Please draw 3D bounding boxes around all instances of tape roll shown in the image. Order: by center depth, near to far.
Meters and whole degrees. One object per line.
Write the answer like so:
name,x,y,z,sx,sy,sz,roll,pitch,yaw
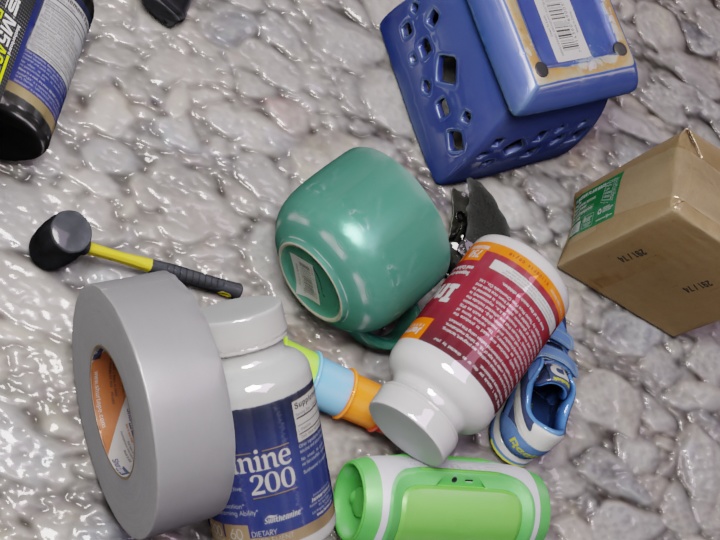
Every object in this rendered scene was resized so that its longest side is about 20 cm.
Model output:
tape roll,-0.169,0.106,0.907,0.065,0.200,0.204,-10,78,-29

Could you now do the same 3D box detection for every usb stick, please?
usb stick,-0.172,-0.338,1.145,0.055,0.032,0.203,35,59,-39

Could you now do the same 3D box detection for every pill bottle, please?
pill bottle,-0.088,0.130,0.956,0.109,0.110,0.204,-16,103,-30
pill bottle,-0.298,-0.208,0.995,0.110,0.112,0.203,21,65,-19
pill bottle,0.098,0.074,1.047,0.113,0.113,0.201,43,67,-8

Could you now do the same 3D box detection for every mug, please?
mug,0.001,-0.007,1.059,0.114,0.152,0.186,-37,92,-28

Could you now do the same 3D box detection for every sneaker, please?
sneaker,0.187,0.097,1.162,0.073,0.082,0.204,17,64,-19
sneaker,0.116,0.009,1.170,0.103,0.060,0.202,32,57,-15

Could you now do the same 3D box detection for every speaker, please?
speaker,0.077,0.220,1.063,0.197,0.088,0.090,8,70,-25

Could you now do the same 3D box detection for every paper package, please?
paper package,0.343,-0.035,1.216,0.189,0.200,0.105,29,63,-16

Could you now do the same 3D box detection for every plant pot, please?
plant pot,0.164,-0.228,1.200,0.197,0.179,0.203,-15,80,-31

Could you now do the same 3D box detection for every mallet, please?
mallet,-0.191,-0.009,1.011,0.197,0.066,0.042,14,68,-23

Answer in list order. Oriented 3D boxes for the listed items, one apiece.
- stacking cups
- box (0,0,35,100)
stacking cups,-0.031,0.103,1.063,0.197,0.060,0.062,23,64,-21
box,-0.359,-0.171,0.911,0.044,0.197,0.163,43,51,-52
